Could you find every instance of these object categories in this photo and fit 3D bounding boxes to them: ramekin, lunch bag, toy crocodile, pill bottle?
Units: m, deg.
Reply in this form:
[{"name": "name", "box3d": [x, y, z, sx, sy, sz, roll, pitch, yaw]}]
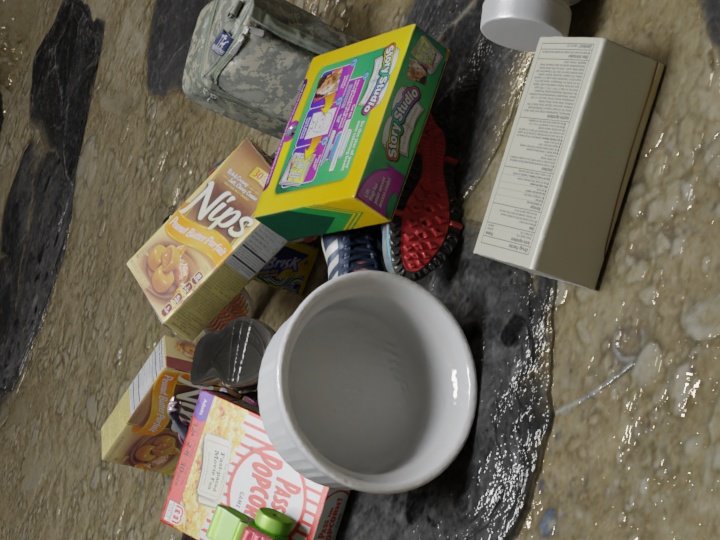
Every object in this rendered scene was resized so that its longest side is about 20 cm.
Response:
[{"name": "ramekin", "box3d": [0.000, 0.109, 1.366, 0.098, 0.198, 0.203, 153, 129, -63]}, {"name": "lunch bag", "box3d": [-0.095, -0.248, 1.736, 0.167, 0.198, 0.141, -16, 56, 59]}, {"name": "toy crocodile", "box3d": [-0.072, 0.292, 1.465, 0.199, 0.062, 0.068, 28, 96, 24]}, {"name": "pill bottle", "box3d": [0.167, -0.312, 1.367, 0.112, 0.111, 0.203, -11, 66, 60]}]

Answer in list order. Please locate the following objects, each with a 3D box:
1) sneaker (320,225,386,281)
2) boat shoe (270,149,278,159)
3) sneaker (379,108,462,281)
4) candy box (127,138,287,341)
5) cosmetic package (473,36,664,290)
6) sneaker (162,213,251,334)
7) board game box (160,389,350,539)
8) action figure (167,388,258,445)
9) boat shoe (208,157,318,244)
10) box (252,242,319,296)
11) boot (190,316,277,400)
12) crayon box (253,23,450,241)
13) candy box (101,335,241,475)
[{"name": "sneaker", "box3d": [0.000, 0.000, 1.521, 0.084, 0.074, 0.203, 152, 114, -80]}, {"name": "boat shoe", "box3d": [-0.056, -0.151, 1.700, 0.057, 0.068, 0.200, 55, 135, 10]}, {"name": "sneaker", "box3d": [0.054, -0.065, 1.505, 0.096, 0.078, 0.202, 130, 154, -53]}, {"name": "candy box", "box3d": [-0.156, -0.035, 1.627, 0.200, 0.055, 0.116, -46, 47, 6]}, {"name": "cosmetic package", "box3d": [0.177, -0.094, 1.268, 0.103, 0.072, 0.203, 21, 94, 63]}, {"name": "sneaker", "box3d": [-0.188, 0.006, 1.800, 0.080, 0.071, 0.201, 55, 169, 38]}, {"name": "board game box", "box3d": [-0.107, 0.231, 1.562, 0.198, 0.046, 0.153, 19, 92, 33]}, {"name": "action figure", "box3d": [-0.142, 0.192, 1.731, 0.150, 0.133, 0.200, 66, 171, -12]}, {"name": "boat shoe", "box3d": [-0.116, -0.081, 1.711, 0.199, 0.062, 0.072, 27, 130, 39]}, {"name": "box", "box3d": [-0.122, -0.040, 1.814, 0.065, 0.069, 0.200, -65, 28, 10]}, {"name": "boot", "box3d": [-0.082, 0.107, 1.566, 0.199, 0.149, 0.074, -20, 57, 59]}, {"name": "crayon box", "box3d": [-0.010, -0.138, 1.504, 0.172, 0.058, 0.202, -7, 57, 50]}, {"name": "candy box", "box3d": [-0.237, 0.175, 1.863, 0.201, 0.114, 0.056, -53, 34, 35]}]
